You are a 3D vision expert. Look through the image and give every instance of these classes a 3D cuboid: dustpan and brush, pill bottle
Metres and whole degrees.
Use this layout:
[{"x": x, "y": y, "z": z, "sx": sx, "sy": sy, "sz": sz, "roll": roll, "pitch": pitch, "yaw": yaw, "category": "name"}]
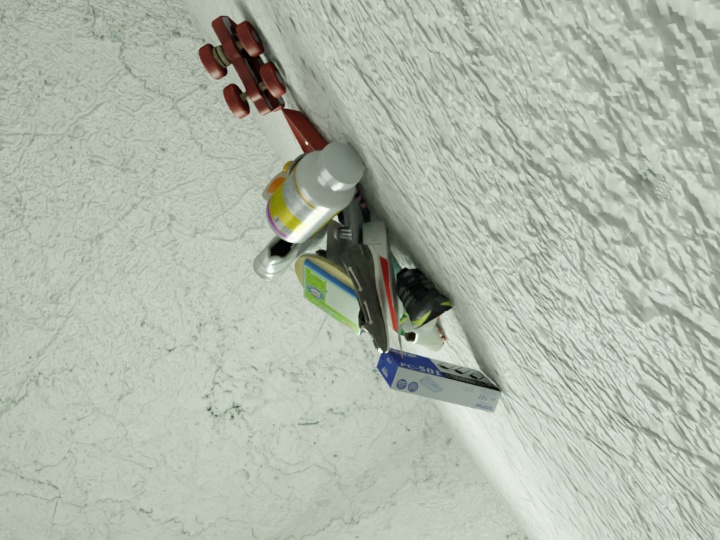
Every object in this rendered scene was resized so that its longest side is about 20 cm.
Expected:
[{"x": -0.020, "y": -0.070, "z": 1.055, "sx": 0.200, "sy": 0.057, "sz": 0.141, "roll": -20, "pitch": -75, "yaw": -77, "category": "dustpan and brush"}, {"x": -0.076, "y": -0.129, "z": 0.936, "sx": 0.105, "sy": 0.104, "sz": 0.200, "roll": 56, "pitch": 142, "yaw": 0, "category": "pill bottle"}]

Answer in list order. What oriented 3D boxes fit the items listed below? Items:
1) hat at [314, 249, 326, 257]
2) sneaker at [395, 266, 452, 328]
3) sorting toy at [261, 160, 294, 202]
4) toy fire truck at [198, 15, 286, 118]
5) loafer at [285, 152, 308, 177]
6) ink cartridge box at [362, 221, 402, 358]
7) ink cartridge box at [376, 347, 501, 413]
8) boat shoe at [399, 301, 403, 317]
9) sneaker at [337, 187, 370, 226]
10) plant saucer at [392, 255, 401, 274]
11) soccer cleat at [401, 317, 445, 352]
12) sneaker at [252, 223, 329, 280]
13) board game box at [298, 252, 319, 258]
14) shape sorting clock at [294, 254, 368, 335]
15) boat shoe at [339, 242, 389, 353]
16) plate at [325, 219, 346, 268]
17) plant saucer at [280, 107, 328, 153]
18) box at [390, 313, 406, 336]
[{"x": -0.018, "y": -0.044, "z": 1.500, "sx": 0.199, "sy": 0.082, "sz": 0.201, "roll": 22, "pitch": -171, "yaw": -4, "category": "hat"}, {"x": 0.094, "y": 0.041, "z": 0.954, "sx": 0.081, "sy": 0.074, "sz": 0.200, "roll": 60, "pitch": 174, "yaw": -8, "category": "sneaker"}, {"x": -0.094, "y": -0.168, "z": 1.329, "sx": 0.199, "sy": 0.108, "sz": 0.180, "roll": 6, "pitch": -156, "yaw": -48, "category": "sorting toy"}, {"x": -0.224, "y": -0.407, "z": 1.132, "sx": 0.201, "sy": 0.111, "sz": 0.168, "roll": 60, "pitch": -166, "yaw": -19, "category": "toy fire truck"}, {"x": -0.089, "y": -0.171, "z": 1.092, "sx": 0.063, "sy": 0.072, "sz": 0.200, "roll": 40, "pitch": -179, "yaw": 6, "category": "loafer"}, {"x": 0.038, "y": 0.031, "z": 0.986, "sx": 0.201, "sy": 0.050, "sz": 0.162, "roll": -86, "pitch": -13, "yaw": -56, "category": "ink cartridge box"}, {"x": 0.134, "y": 0.189, "z": 0.979, "sx": 0.198, "sy": 0.045, "sz": 0.094, "roll": 16, "pitch": -171, "yaw": -16, "category": "ink cartridge box"}, {"x": 0.013, "y": 0.075, "z": 1.291, "sx": 0.199, "sy": 0.065, "sz": 0.074, "roll": 8, "pitch": 98, "yaw": 48, "category": "boat shoe"}, {"x": -0.026, "y": -0.150, "z": 1.095, "sx": 0.200, "sy": 0.069, "sz": 0.083, "roll": 54, "pitch": -150, "yaw": -65, "category": "sneaker"}, {"x": 0.049, "y": -0.019, "z": 1.288, "sx": 0.201, "sy": 0.036, "sz": 0.200, "roll": 57, "pitch": 176, "yaw": 6, "category": "plant saucer"}, {"x": 0.127, "y": 0.128, "z": 1.176, "sx": 0.069, "sy": 0.077, "sz": 0.200, "roll": 54, "pitch": 176, "yaw": 29, "category": "soccer cleat"}, {"x": -0.115, "y": -0.063, "z": 1.057, "sx": 0.074, "sy": 0.200, "sz": 0.087, "roll": 41, "pitch": 152, "yaw": -3, "category": "sneaker"}, {"x": -0.041, "y": 0.005, "z": 1.503, "sx": 0.199, "sy": 0.026, "sz": 0.200, "roll": 26, "pitch": -170, "yaw": 24, "category": "board game box"}, {"x": -0.041, "y": 0.044, "z": 1.049, "sx": 0.199, "sy": 0.039, "sz": 0.201, "roll": 29, "pitch": 148, "yaw": 20, "category": "shape sorting clock"}, {"x": 0.007, "y": 0.051, "z": 0.927, "sx": 0.067, "sy": 0.056, "sz": 0.202, "roll": -123, "pitch": 21, "yaw": -64, "category": "boat shoe"}, {"x": 0.000, "y": 0.000, "z": 1.157, "sx": 0.200, "sy": 0.032, "sz": 0.200, "roll": 50, "pitch": -162, "yaw": -25, "category": "plate"}, {"x": -0.079, "y": -0.229, "z": 1.180, "sx": 0.200, "sy": 0.037, "sz": 0.200, "roll": 54, "pitch": 175, "yaw": 40, "category": "plant saucer"}, {"x": 0.081, "y": 0.082, "z": 1.354, "sx": 0.117, "sy": 0.048, "sz": 0.201, "roll": 22, "pitch": -151, "yaw": -54, "category": "box"}]
